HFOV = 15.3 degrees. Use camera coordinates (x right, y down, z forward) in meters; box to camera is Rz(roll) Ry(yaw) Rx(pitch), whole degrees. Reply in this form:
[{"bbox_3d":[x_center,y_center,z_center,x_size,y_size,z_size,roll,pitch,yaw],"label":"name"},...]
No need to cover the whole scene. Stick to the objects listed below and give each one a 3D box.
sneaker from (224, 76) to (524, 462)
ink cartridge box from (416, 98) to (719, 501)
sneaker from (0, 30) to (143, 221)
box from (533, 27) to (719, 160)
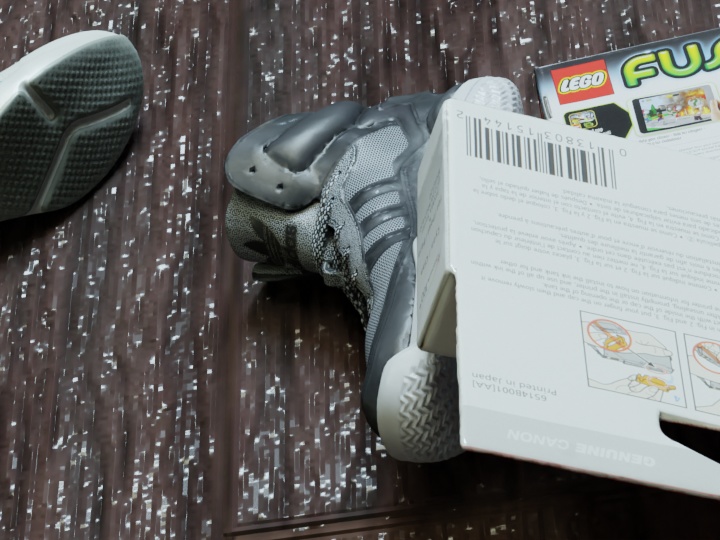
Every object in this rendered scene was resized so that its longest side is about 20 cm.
[{"bbox_3d":[0.000,0.000,1.023,0.113,0.076,0.201,-1,38,14],"label":"sneaker"},{"bbox_3d":[0.119,0.030,0.919,0.199,0.045,0.177,12,41,-10],"label":"ink cartridge box"},{"bbox_3d":[-0.177,-0.044,1.117,0.200,0.071,0.080,-39,45,-24],"label":"sneaker"},{"bbox_3d":[0.176,-0.056,1.062,0.199,0.035,0.110,-12,42,2],"label":"box"}]
